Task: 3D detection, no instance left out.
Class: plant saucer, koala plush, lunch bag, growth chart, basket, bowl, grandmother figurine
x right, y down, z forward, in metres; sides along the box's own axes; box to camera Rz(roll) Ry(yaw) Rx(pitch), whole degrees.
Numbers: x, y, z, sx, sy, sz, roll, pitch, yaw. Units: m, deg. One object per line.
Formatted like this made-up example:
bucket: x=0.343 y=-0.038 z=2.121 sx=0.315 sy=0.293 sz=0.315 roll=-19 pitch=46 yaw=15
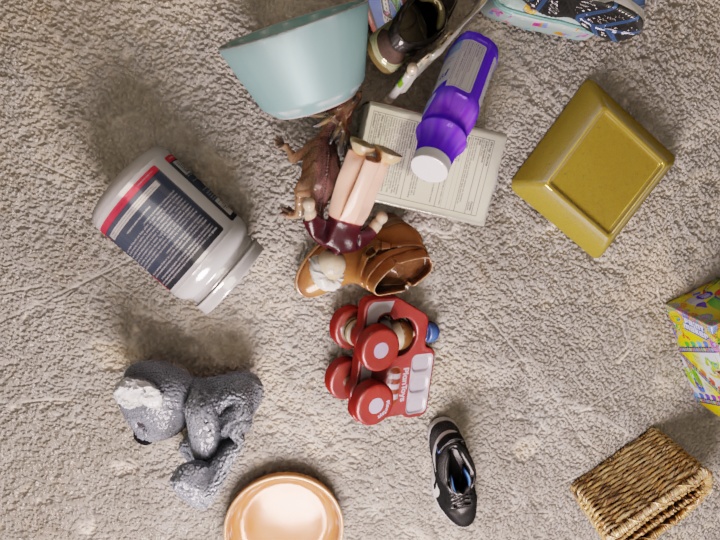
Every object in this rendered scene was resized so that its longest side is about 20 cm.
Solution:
plant saucer: x=-0.126 y=0.422 z=0.993 sx=0.196 sy=0.037 sz=0.204 roll=-1 pitch=102 yaw=-7
koala plush: x=-0.261 y=0.198 z=0.869 sx=0.198 sy=0.177 sz=0.186 roll=31 pitch=87 yaw=-11
lunch bag: x=0.264 y=-0.418 z=0.823 sx=0.196 sy=0.077 sz=0.163 roll=10 pitch=102 yaw=-9
growth chart: x=0.105 y=-0.293 z=0.784 sx=0.018 sy=0.145 sz=0.200 roll=44 pitch=75 yaw=-7
basket: x=0.482 y=0.393 z=0.995 sx=0.199 sy=0.149 sz=0.144 roll=-36 pitch=104 yaw=2
bowl: x=-0.072 y=-0.265 z=0.772 sx=0.197 sy=0.201 sz=0.107 roll=-18 pitch=117 yaw=-2
grandmother figurine: x=-0.021 y=-0.066 z=0.776 sx=0.119 sy=0.061 sz=0.203 roll=14 pitch=111 yaw=-16
plant saucer: x=0.364 y=-0.148 z=0.911 sx=0.199 sy=0.048 sz=0.201 roll=35 pitch=98 yaw=-12

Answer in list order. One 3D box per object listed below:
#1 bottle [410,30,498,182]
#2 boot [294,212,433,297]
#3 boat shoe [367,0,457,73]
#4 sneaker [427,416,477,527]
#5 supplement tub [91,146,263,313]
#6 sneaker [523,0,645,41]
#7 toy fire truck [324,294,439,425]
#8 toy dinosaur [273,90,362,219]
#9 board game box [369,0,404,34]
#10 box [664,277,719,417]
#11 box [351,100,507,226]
bottle: x=0.114 y=-0.201 z=0.744 sx=0.064 sy=0.084 sz=0.202 roll=24 pitch=65 yaw=-4
boot: x=0.000 y=0.000 z=0.844 sx=0.199 sy=0.155 sz=0.074 roll=-35 pitch=121 yaw=2
boat shoe: x=0.085 y=-0.328 z=0.778 sx=0.073 sy=0.064 sz=0.201 roll=48 pitch=58 yaw=-23
sneaker: x=0.153 y=0.351 z=0.968 sx=0.072 sy=0.112 sz=0.203 roll=-16 pitch=104 yaw=-1
supplement tub: x=-0.246 y=-0.053 z=0.819 sx=0.200 sy=0.140 sz=0.140 roll=43 pitch=95 yaw=-13
sneaker: x=0.276 y=-0.371 z=0.769 sx=0.197 sy=0.076 sz=0.078 roll=24 pitch=76 yaw=-12
toy fire truck: x=0.044 y=0.135 z=0.922 sx=0.165 sy=0.112 sz=0.204 roll=-1 pitch=105 yaw=-31
toy dinosaur: x=-0.052 y=-0.140 z=0.810 sx=0.085 sy=0.135 sz=0.204 roll=5 pitch=76 yaw=-31
board game box: x=0.038 y=-0.413 z=0.831 sx=0.101 sy=0.019 sz=0.203 roll=-23 pitch=104 yaw=-2
box: x=0.636 y=0.111 z=0.961 sx=0.197 sy=0.122 sz=0.195 roll=-24 pitch=104 yaw=0
box: x=0.086 y=-0.152 z=0.849 sx=0.196 sy=0.109 sz=0.130 roll=12 pitch=101 yaw=-9
